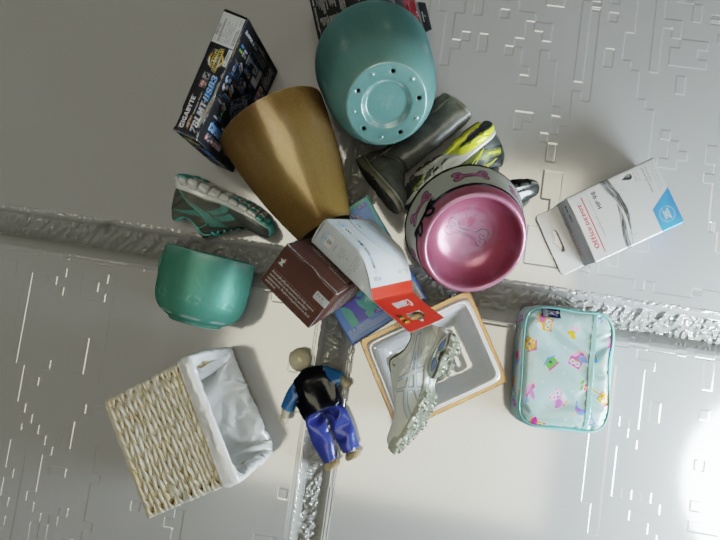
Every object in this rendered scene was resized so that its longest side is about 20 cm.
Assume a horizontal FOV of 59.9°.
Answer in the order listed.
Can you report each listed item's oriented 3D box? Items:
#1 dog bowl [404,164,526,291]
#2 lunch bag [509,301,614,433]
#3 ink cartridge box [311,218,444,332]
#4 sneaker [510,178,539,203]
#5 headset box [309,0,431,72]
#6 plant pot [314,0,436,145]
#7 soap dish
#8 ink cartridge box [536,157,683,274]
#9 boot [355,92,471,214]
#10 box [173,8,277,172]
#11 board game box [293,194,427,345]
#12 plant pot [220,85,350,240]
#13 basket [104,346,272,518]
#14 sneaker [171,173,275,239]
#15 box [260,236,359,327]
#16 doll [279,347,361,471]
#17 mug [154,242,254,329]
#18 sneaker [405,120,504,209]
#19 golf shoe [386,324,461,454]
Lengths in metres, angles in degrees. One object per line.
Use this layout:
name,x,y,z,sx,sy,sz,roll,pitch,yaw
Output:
dog bowl,0.170,-0.057,0.979,0.195,0.074,0.204,-2,118,-4
lunch bag,0.327,0.153,1.008,0.156,0.077,0.205,6,85,4
ink cartridge box,0.040,0.000,0.936,0.199,0.159,0.048,42,109,18
sneaker,0.210,-0.094,1.050,0.196,0.076,0.081,-22,102,5
headset box,0.023,-0.415,1.078,0.196,0.075,0.152,-14,85,3
plant pot,0.029,-0.292,0.975,0.196,0.162,0.204,-4,128,-5
soap dish,0.118,0.147,1.021,0.197,0.081,0.160,-24,84,1
ink cartridge box,0.406,-0.085,1.028,0.197,0.067,0.118,-25,85,1
boot,0.100,-0.197,1.026,0.197,0.073,0.183,-30,43,-1
box,-0.214,-0.282,1.020,0.049,0.200,0.202,24,88,7
board game box,0.000,0.000,1.059,0.150,0.045,0.203,-30,84,1
plant pot,-0.101,-0.155,1.004,0.184,0.186,0.203,-27,82,1
basket,-0.261,0.248,0.983,0.158,0.198,0.203,-26,84,5
sneaker,-0.241,-0.092,1.080,0.197,0.078,0.093,25,103,9
box,-0.056,0.007,0.937,0.100,0.200,0.075,44,106,7
doll,-0.073,0.226,1.043,0.134,0.048,0.204,-23,84,1
mug,-0.263,0.028,1.035,0.149,0.185,0.117,14,89,-19
sneaker,0.159,-0.157,1.047,0.199,0.075,0.085,-38,111,13
golf shoe,0.075,0.175,0.956,0.096,0.078,0.203,24,82,23
